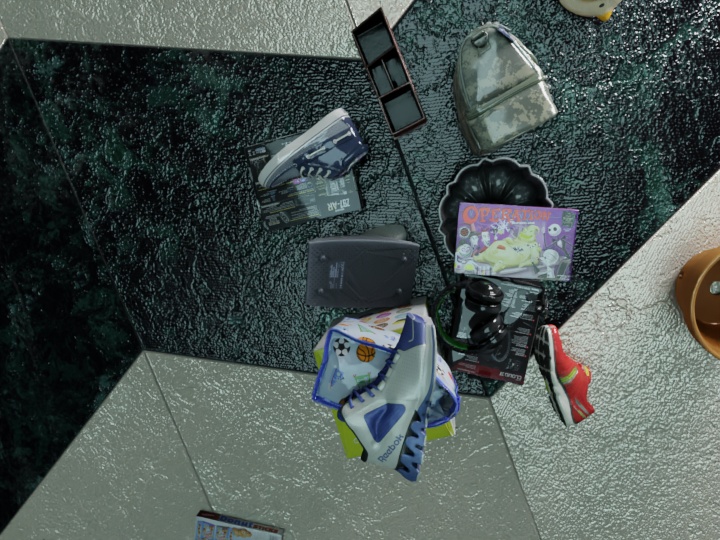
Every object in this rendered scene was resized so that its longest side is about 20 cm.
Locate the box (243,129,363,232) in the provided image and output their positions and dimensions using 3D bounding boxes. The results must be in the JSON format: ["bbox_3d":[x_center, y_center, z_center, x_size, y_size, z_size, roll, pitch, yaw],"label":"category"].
[{"bbox_3d":[-0.105,-0.174,1.029,0.195,0.044,0.164,-13,98,10],"label":"box"}]

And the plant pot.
[{"bbox_3d":[0.622,0.043,0.911,0.195,0.140,0.206,1,99,8],"label":"plant pot"}]

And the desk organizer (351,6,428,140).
[{"bbox_3d":[0.049,-0.341,0.960,0.070,0.077,0.204,-22,96,11],"label":"desk organizer"}]

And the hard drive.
[{"bbox_3d":[0.000,0.000,0.976,0.195,0.043,0.138,0,119,-11],"label":"hard drive"}]

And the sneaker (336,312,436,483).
[{"bbox_3d":[0.031,0.152,0.675,0.112,0.081,0.205,8,91,3],"label":"sneaker"}]

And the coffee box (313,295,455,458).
[{"bbox_3d":[0.051,0.184,0.990,0.195,0.198,0.205,-15,97,11],"label":"coffee box"}]

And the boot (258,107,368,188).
[{"bbox_3d":[-0.083,-0.187,0.963,0.198,0.073,0.091,-37,87,11],"label":"boot"}]

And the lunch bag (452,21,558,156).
[{"bbox_3d":[0.213,-0.291,0.883,0.137,0.200,0.170,-28,96,11],"label":"lunch bag"}]

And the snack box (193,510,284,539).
[{"bbox_3d":[-0.266,0.581,1.194,0.195,0.024,0.074,10,102,7],"label":"snack box"}]

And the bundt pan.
[{"bbox_3d":[0.236,-0.098,0.975,0.196,0.076,0.207,2,101,9],"label":"bundt pan"}]

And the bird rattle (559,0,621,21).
[{"bbox_3d":[0.378,-0.501,0.877,0.197,0.113,0.165,28,119,6],"label":"bird rattle"}]

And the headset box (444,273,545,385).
[{"bbox_3d":[0.241,0.109,1.011,0.145,0.077,0.205,10,102,7],"label":"headset box"}]

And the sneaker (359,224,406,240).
[{"bbox_3d":[0.007,-0.012,1.039,0.197,0.074,0.083,-29,125,7],"label":"sneaker"}]

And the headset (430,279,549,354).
[{"bbox_3d":[0.221,0.073,0.946,0.196,0.094,0.127,-7,102,26],"label":"headset"}]

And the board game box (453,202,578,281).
[{"bbox_3d":[0.260,-0.049,0.930,0.195,0.032,0.123,4,96,8],"label":"board game box"}]

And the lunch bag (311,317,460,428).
[{"bbox_3d":[0.044,0.155,0.798,0.195,0.170,0.127,15,95,5],"label":"lunch bag"}]

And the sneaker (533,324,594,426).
[{"bbox_3d":[0.381,0.186,1.015,0.083,0.077,0.204,-20,103,0],"label":"sneaker"}]
